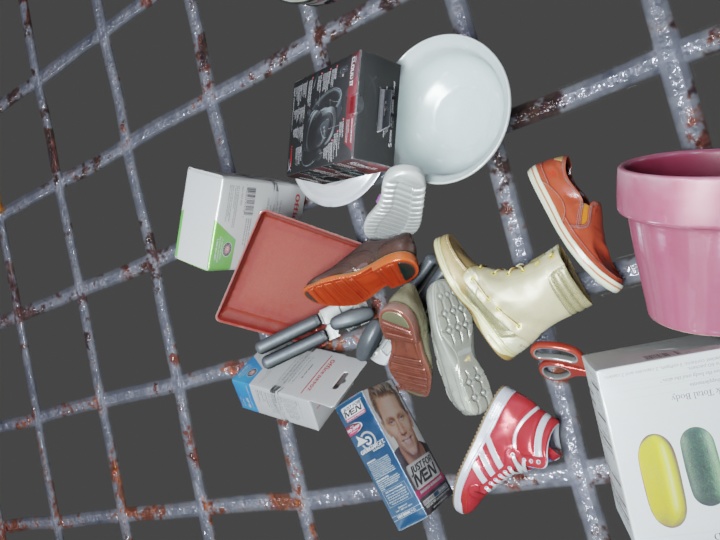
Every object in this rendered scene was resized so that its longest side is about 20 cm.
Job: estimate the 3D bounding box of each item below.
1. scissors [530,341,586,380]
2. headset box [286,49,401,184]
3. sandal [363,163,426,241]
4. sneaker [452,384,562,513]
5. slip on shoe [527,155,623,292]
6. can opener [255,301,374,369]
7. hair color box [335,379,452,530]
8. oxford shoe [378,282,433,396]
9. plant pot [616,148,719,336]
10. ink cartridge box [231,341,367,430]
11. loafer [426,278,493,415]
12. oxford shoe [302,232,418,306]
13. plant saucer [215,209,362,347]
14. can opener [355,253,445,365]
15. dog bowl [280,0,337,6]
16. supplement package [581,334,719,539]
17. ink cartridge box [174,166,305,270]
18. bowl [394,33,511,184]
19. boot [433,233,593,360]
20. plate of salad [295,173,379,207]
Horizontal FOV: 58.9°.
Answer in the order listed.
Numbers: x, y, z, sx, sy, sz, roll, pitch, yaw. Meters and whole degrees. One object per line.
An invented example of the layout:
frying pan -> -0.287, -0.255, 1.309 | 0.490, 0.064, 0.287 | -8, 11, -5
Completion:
scissors -> 0.323, 0.130, 0.833 | 0.198, 0.014, 0.074 | 5, 132, 31
headset box -> -0.023, -0.214, 0.917 | 0.199, 0.077, 0.150 | -2, 83, 53
sandal -> 0.057, -0.100, 0.934 | 0.082, 0.203, 0.050 | 10, 65, -8
sneaker -> 0.209, 0.276, 0.897 | 0.112, 0.071, 0.202 | 27, 103, 30
slip on shoe -> 0.290, -0.063, 0.834 | 0.061, 0.074, 0.201 | -32, 72, 25
can opener -> -0.075, 0.095, 1.026 | 0.199, 0.066, 0.053 | -25, 79, -1
hair color box -> 0.052, 0.275, 0.973 | 0.060, 0.100, 0.201 | -37, 74, 26
oxford shoe -> 0.081, 0.108, 0.942 | 0.070, 0.074, 0.201 | 12, 136, 25
plant pot -> 0.393, -0.034, 0.715 | 0.198, 0.200, 0.181 | 4, 110, 30
ink cartridge box -> -0.092, 0.186, 1.039 | 0.199, 0.116, 0.068 | 8, 127, 31
loafer -> 0.133, 0.113, 0.932 | 0.070, 0.069, 0.202 | -22, 81, 63
oxford shoe -> 0.000, 0.000, 0.991 | 0.199, 0.071, 0.073 | -18, 47, 22
plant saucer -> -0.109, 0.013, 1.030 | 0.201, 0.198, 0.037 | -63, 27, 18
can opener -> 0.062, 0.065, 0.976 | 0.053, 0.067, 0.201 | 42, 112, 22
dog bowl -> -0.071, -0.522, 1.024 | 0.199, 0.074, 0.202 | 2, 93, 30
supplement package -> 0.360, 0.191, 0.736 | 0.150, 0.151, 0.202 | -13, 86, 13
ink cartridge box -> -0.191, -0.082, 1.045 | 0.084, 0.199, 0.147 | 17, 101, 32
bowl -> 0.131, -0.222, 0.908 | 0.200, 0.090, 0.203 | 2, 93, 32
boot -> 0.206, 0.002, 0.883 | 0.155, 0.073, 0.201 | -39, 75, 27
plate of salad -> -0.030, -0.201, 1.031 | 0.199, 0.048, 0.202 | -6, 80, 35
